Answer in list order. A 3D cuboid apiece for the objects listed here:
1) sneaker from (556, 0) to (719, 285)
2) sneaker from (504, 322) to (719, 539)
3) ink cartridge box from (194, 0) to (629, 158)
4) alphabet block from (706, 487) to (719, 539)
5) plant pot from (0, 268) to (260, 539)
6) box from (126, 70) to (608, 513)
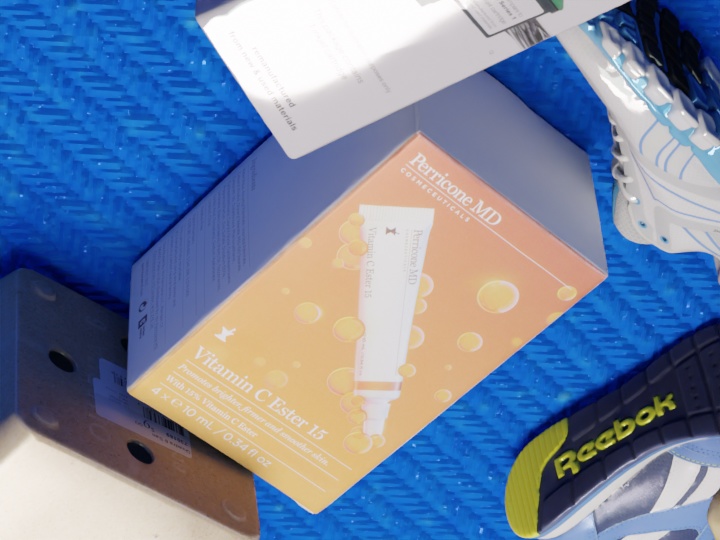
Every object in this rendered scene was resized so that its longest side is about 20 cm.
[{"bbox_3d":[0.140,-0.053,1.182,0.086,0.075,0.200,-32,123,28],"label":"sneaker"},{"bbox_3d":[0.171,0.090,1.299,0.199,0.074,0.082,-30,129,26],"label":"sneaker"},{"bbox_3d":[0.038,-0.153,1.049,0.199,0.147,0.085,-25,124,16],"label":"ink cartridge box"},{"bbox_3d":[0.318,0.132,1.196,0.196,0.199,0.196,-46,128,-19],"label":"alphabet block"},{"bbox_3d":[-0.155,0.122,1.240,0.199,0.200,0.177,29,114,-23],"label":"plant pot"},{"bbox_3d":[0.000,0.000,1.199,0.124,0.098,0.200,35,119,-26],"label":"box"}]
